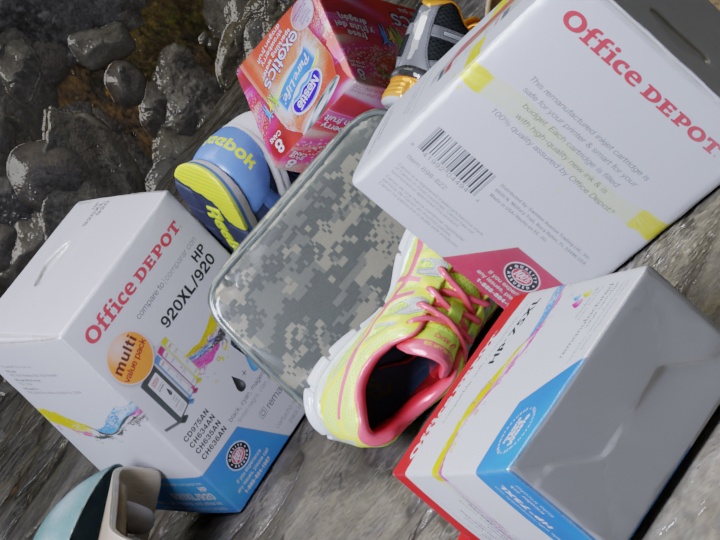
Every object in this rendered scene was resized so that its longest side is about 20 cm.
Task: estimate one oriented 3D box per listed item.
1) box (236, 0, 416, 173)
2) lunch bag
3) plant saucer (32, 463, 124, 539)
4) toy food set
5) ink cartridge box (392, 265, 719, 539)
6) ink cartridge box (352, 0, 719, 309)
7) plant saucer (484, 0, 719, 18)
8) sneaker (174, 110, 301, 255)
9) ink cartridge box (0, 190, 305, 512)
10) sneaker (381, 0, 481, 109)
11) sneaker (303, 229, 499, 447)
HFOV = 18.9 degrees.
[{"bbox_3d":[0.024,-0.124,1.560,0.100,0.200,0.096,-44,54,33],"label":"box"},{"bbox_3d":[0.000,0.000,1.466,0.200,0.139,0.168,-50,-6,1],"label":"lunch bag"},{"bbox_3d":[-0.219,0.233,1.566,0.201,0.039,0.202,14,-90,-82],"label":"plant saucer"},{"bbox_3d":[-0.159,0.230,1.489,0.200,0.060,0.144,-117,40,-79],"label":"toy food set"},{"bbox_3d":[0.088,0.071,1.026,0.116,0.067,0.200,-54,11,-16],"label":"ink cartridge box"},{"bbox_3d":[0.116,-0.081,1.208,0.200,0.145,0.083,-41,14,38],"label":"ink cartridge box"},{"bbox_3d":[0.174,-0.163,1.308,0.200,0.035,0.201,-13,54,19],"label":"plant saucer"},{"bbox_3d":[-0.065,-0.038,1.593,0.082,0.074,0.200,-56,-30,-21],"label":"sneaker"},{"bbox_3d":[-0.154,0.061,1.610,0.144,0.200,0.147,-5,44,53],"label":"ink cartridge box"},{"bbox_3d":[0.091,-0.132,1.457,0.200,0.078,0.078,6,-86,-58],"label":"sneaker"},{"bbox_3d":[0.048,0.032,1.331,0.200,0.078,0.090,-57,19,1],"label":"sneaker"}]
